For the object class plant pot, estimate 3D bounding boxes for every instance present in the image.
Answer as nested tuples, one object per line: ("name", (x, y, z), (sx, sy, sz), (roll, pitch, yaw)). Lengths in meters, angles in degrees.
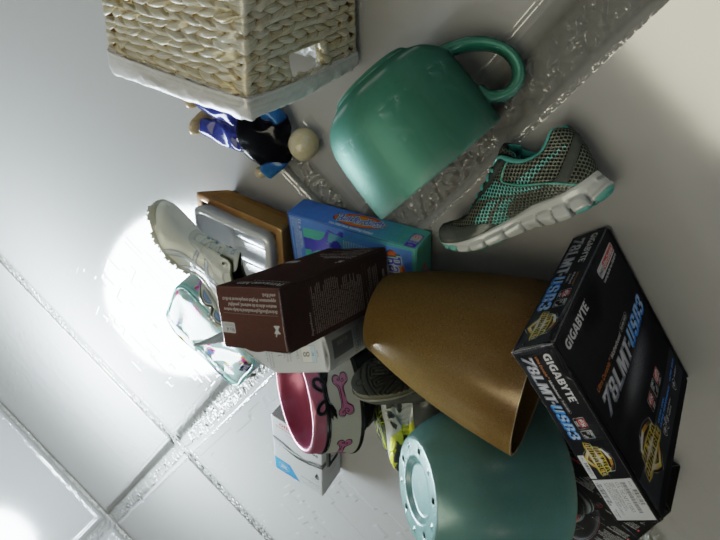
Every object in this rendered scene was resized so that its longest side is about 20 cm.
("plant pot", (0.140, 0.259, 0.767), (0.200, 0.157, 0.206), (178, 90, -72))
("plant pot", (0.107, 0.077, 0.701), (0.197, 0.187, 0.189), (18, 132, 23))

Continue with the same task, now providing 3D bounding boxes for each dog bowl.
("dog bowl", (-0.066, 0.176, 0.916), (0.199, 0.072, 0.205), (170, 90, -66))

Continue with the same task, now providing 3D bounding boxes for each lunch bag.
("lunch bag", (-0.246, 0.106, 1.090), (0.200, 0.077, 0.161), (45, 138, 1))

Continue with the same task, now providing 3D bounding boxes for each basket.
("basket", (-0.126, -0.274, 0.619), (0.197, 0.198, 0.164), (21, 129, 24))

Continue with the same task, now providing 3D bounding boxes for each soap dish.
("soap dish", (-0.163, -0.014, 0.930), (0.155, 0.081, 0.203), (23, 133, 23))

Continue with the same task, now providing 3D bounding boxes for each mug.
("mug", (0.055, -0.153, 0.618), (0.115, 0.184, 0.152), (50, 162, -3))

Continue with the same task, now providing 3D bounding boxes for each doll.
("doll", (-0.140, -0.186, 0.803), (0.197, 0.048, 0.138), (24, 135, 23))

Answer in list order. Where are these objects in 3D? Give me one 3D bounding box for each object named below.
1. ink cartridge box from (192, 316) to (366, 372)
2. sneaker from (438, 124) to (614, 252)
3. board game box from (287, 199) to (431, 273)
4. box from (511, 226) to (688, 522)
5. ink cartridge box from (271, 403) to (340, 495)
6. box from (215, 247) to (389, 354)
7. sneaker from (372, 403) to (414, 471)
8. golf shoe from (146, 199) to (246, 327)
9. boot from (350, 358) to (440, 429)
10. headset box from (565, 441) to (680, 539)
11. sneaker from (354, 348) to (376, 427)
("ink cartridge box", (-0.087, 0.087, 0.794), (0.196, 0.159, 0.048), (-8, 98, 28))
("sneaker", (0.156, -0.083, 0.645), (0.198, 0.077, 0.093), (-23, 91, 42))
("board game box", (0.000, 0.000, 0.838), (0.197, 0.045, 0.155), (18, 130, 28))
("box", (0.242, 0.093, 0.602), (0.049, 0.200, 0.201), (-20, 108, 43))
("ink cartridge box", (-0.097, 0.301, 1.130), (0.114, 0.067, 0.203), (23, 133, 24))
("box", (-0.058, 0.027, 0.720), (0.098, 0.199, 0.077), (0, 105, 35))
("sneaker", (0.047, 0.202, 0.934), (0.084, 0.073, 0.204), (33, 129, 54))
("golf shoe", (-0.206, -0.023, 0.860), (0.096, 0.079, 0.202), (-25, 110, 28))
("boot", (0.082, 0.207, 0.868), (0.178, 0.073, 0.203), (-10, 128, -6))
("headset box", (0.287, 0.285, 0.807), (0.147, 0.075, 0.202), (30, 136, 17))
("sneaker", (-0.012, 0.186, 0.986), (0.079, 0.075, 0.203), (38, 137, 34))
